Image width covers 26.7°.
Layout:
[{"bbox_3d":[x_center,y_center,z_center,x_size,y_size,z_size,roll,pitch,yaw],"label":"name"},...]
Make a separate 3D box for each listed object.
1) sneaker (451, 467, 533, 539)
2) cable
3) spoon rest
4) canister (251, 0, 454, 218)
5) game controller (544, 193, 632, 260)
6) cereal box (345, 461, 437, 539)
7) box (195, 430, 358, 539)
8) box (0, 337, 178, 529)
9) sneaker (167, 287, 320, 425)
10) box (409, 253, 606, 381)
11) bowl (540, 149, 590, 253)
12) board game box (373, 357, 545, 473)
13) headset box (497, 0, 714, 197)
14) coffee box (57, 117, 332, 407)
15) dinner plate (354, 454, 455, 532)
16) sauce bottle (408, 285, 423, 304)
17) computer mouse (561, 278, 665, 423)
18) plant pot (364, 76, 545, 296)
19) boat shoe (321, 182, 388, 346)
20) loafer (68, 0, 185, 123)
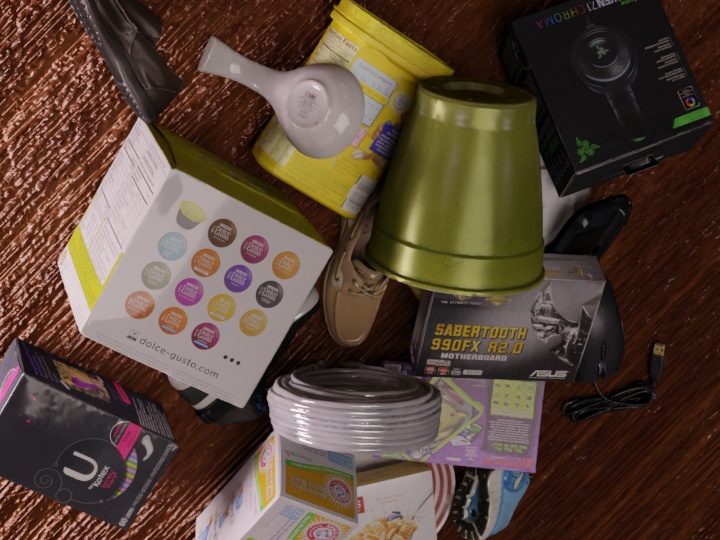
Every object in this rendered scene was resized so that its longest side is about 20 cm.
[{"bbox_3d":[0.176,0.239,1.907,0.089,0.078,0.202,5,105,-48],"label":"sneaker"},{"bbox_3d":[-0.008,0.155,1.702,0.199,0.198,0.070,-7,102,-55],"label":"cable"},{"bbox_3d":[-0.078,-0.189,1.603,0.060,0.199,0.100,9,108,-64],"label":"spoon rest"},{"bbox_3d":[-0.011,-0.176,1.666,0.148,0.087,0.201,29,101,-26],"label":"canister"},{"bbox_3d":[0.243,-0.012,1.782,0.103,0.042,0.201,-8,143,-35],"label":"game controller"},{"bbox_3d":[0.024,0.341,1.878,0.142,0.040,0.202,-12,114,-13],"label":"cereal box"},{"bbox_3d":[-0.099,0.292,1.769,0.112,0.102,0.200,22,128,-24],"label":"box"},{"bbox_3d":[-0.322,0.183,1.695,0.199,0.106,0.123,28,100,-24],"label":"box"},{"bbox_3d":[-0.114,0.103,1.755,0.199,0.073,0.112,-32,120,6],"label":"sneaker"},{"bbox_3d":[0.166,0.053,1.743,0.197,0.049,0.160,3,130,-11],"label":"box"},{"bbox_3d":[0.191,-0.085,1.763,0.199,0.090,0.204,-7,112,-16],"label":"bowl"},{"bbox_3d":[0.118,0.174,1.826,0.197,0.032,0.122,6,93,-1],"label":"board game box"},{"bbox_3d":[0.273,-0.197,1.689,0.172,0.093,0.202,-19,78,-9],"label":"headset box"},{"bbox_3d":[-0.180,-0.014,1.611,0.198,0.200,0.199,27,100,-25],"label":"coffee box"},{"bbox_3d":[0.022,0.278,1.888,0.198,0.024,0.203,-6,111,-16],"label":"dinner plate"},{"bbox_3d":[0.106,0.041,1.797,0.066,0.066,0.201,-33,123,-3],"label":"sauce bottle"},{"bbox_3d":[0.323,0.099,1.901,0.139,0.046,0.202,-9,113,-13],"label":"computer mouse"},{"bbox_3d":[0.113,-0.099,1.615,0.198,0.200,0.195,1,110,-18],"label":"plant pot"},{"bbox_3d":[0.000,0.000,1.749,0.070,0.065,0.202,1,110,-18],"label":"boat shoe"},{"bbox_3d":[-0.245,-0.254,1.576,0.071,0.073,0.201,-33,122,-13],"label":"loafer"}]
